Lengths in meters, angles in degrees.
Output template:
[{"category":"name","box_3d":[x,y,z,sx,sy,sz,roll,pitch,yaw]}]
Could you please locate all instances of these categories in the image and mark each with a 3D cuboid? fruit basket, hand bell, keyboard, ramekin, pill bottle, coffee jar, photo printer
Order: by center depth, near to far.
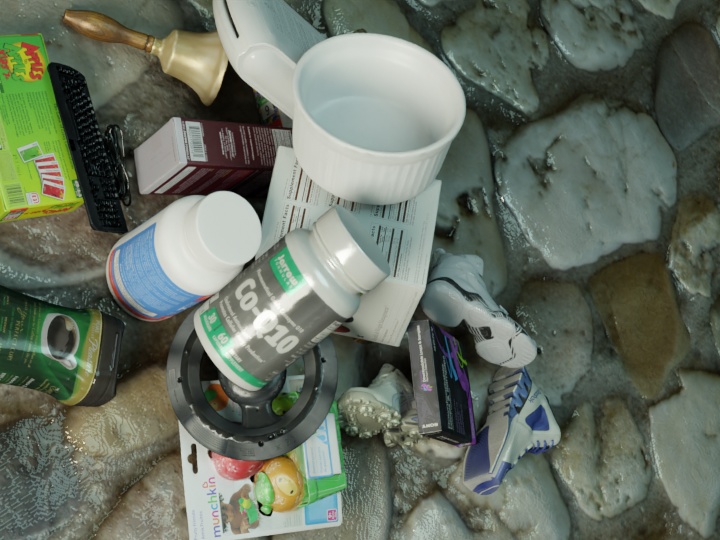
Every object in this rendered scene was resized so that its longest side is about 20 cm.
[{"category":"coffee jar","box_3d":[-0.349,0.078,1.215,0.198,0.085,0.106,19,61,-31]},{"category":"pill bottle","box_3d":[-0.072,0.028,1.232,0.113,0.199,0.113,48,12,-14]},{"category":"pill bottle","box_3d":[-0.197,-0.018,1.292,0.111,0.199,0.114,13,68,-34]},{"category":"ramekin","box_3d":[0.014,-0.170,1.314,0.198,0.098,0.202,6,50,-7]},{"category":"keyboard","box_3d":[-0.300,-0.143,1.327,0.104,0.039,0.202,3,70,-76]},{"category":"fruit basket","box_3d":[-0.114,0.216,1.351,0.198,0.093,0.188,2,74,-34]},{"category":"photo printer","box_3d":[-0.101,-0.270,1.412,0.199,0.069,0.168,34,28,-45]},{"category":"hand bell","box_3d":[-0.267,-0.282,1.416,0.198,0.104,0.105,15,66,-21]}]

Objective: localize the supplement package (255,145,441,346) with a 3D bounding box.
[{"category":"supplement package","box_3d":[-0.023,-0.024,1.394,0.197,0.192,0.149,12,65,-2]}]

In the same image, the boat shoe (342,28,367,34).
[{"category":"boat shoe","box_3d":[-0.003,-0.234,1.614,0.067,0.072,0.203,-13,91,-7]}]

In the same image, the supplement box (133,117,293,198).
[{"category":"supplement box","box_3d":[-0.165,-0.136,1.417,0.198,0.108,0.062,0,73,-39]}]

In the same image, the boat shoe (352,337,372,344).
[{"category":"boat shoe","box_3d":[0.000,0.000,1.532,0.073,0.076,0.202,20,56,-26]}]

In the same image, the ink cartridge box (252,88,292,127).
[{"category":"ink cartridge box","box_3d":[-0.080,-0.206,1.548,0.108,0.050,0.203,-8,81,-40]}]

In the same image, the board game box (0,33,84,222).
[{"category":"board game box","box_3d":[-0.387,-0.161,1.291,0.101,0.047,0.202,-12,83,-41]}]

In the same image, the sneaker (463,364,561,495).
[{"category":"sneaker","box_3d":[0.227,0.236,1.619,0.115,0.080,0.201,39,53,-19]}]

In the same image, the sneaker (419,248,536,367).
[{"category":"sneaker","box_3d":[0.171,0.048,1.618,0.199,0.075,0.116,33,37,-19]}]

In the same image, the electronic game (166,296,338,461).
[{"category":"electronic game","box_3d":[-0.124,0.117,1.319,0.197,0.042,0.203,1,77,-3]}]

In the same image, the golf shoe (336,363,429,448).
[{"category":"golf shoe","box_3d":[0.024,0.165,1.474,0.200,0.078,0.098,32,43,-56]}]

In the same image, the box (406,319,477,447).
[{"category":"box","box_3d":[0.109,0.153,1.515,0.200,0.036,0.145,32,50,-67]}]
